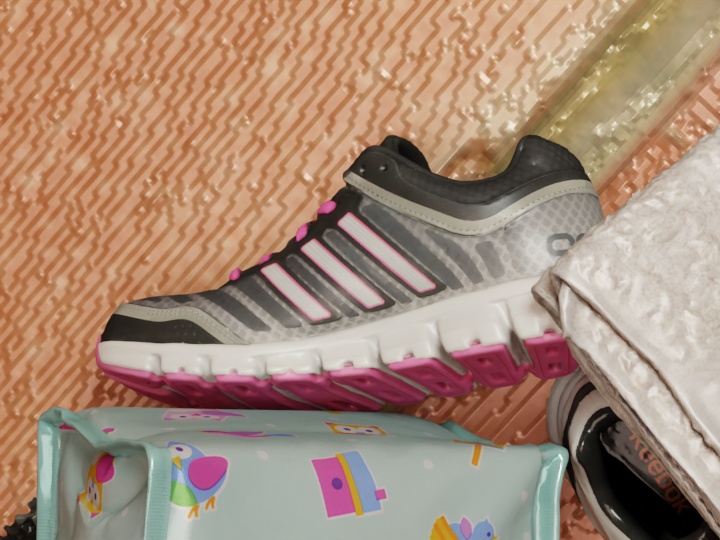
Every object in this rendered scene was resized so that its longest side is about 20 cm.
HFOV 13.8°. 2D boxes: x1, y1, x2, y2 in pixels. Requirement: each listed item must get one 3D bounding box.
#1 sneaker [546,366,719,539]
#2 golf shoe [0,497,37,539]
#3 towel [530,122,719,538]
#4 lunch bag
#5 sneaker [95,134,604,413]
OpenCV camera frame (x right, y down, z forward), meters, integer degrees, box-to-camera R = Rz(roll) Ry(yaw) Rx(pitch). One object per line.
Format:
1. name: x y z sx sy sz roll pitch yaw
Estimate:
1. sneaker: 0.134 0.114 1.037 0.074 0.080 0.200 -42 90 8
2. golf shoe: -0.119 0.155 1.087 0.200 0.078 0.094 -44 110 8
3. towel: 0.164 -0.003 1.000 0.200 0.034 0.133 -41 90 -21
4. lunch bag: -0.026 0.151 1.011 0.169 0.122 0.201 1 95 -28
5. sneaker: 0.000 0.000 1.050 0.199 0.074 0.088 -10 72 21
